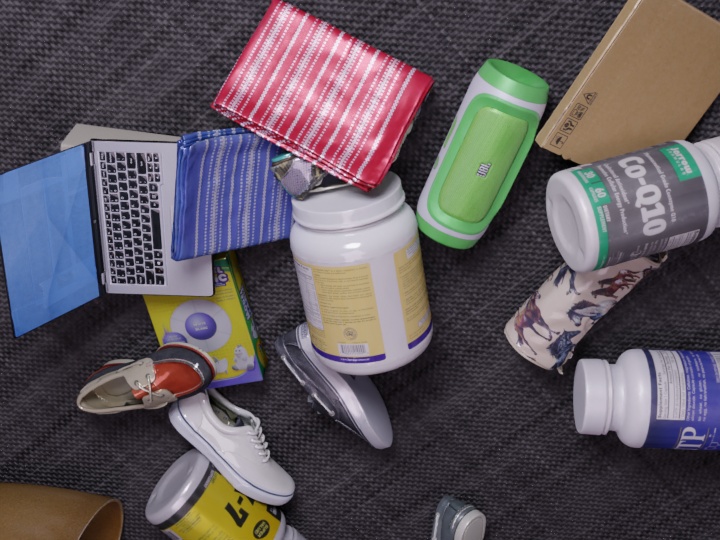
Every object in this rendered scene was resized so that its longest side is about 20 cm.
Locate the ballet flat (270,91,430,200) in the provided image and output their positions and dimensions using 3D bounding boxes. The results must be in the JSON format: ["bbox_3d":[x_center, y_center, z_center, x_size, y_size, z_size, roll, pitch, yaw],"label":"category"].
[{"bbox_3d":[0.001,-0.136,1.177,0.200,0.072,0.072,-30,113,-7],"label":"ballet flat"}]

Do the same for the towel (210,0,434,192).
[{"bbox_3d":[-0.038,-0.186,1.137,0.200,0.022,0.145,28,79,6],"label":"towel"}]

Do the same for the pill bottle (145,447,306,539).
[{"bbox_3d":[-0.170,0.333,1.413,0.200,0.114,0.114,42,111,-17],"label":"pill bottle"}]

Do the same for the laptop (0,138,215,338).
[{"bbox_3d":[-0.265,-0.032,1.154,0.199,0.116,0.188,2,118,1],"label":"laptop"}]

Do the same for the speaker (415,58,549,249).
[{"bbox_3d":[0.131,-0.126,1.190,0.088,0.088,0.200,20,115,-8],"label":"speaker"}]

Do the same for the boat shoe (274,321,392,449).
[{"bbox_3d":[-0.033,0.150,1.341,0.068,0.072,0.200,-26,118,23],"label":"boat shoe"}]

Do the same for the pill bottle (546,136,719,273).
[{"bbox_3d":[0.310,-0.075,1.159,0.200,0.113,0.113,-16,116,-10],"label":"pill bottle"}]

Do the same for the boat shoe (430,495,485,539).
[{"bbox_3d":[0.121,0.388,1.471,0.062,0.073,0.200,33,131,34],"label":"boat shoe"}]

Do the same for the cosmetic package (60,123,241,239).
[{"bbox_3d":[-0.231,-0.096,1.226,0.199,0.073,0.104,6,117,-2],"label":"cosmetic package"}]

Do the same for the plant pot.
[{"bbox_3d":[-0.442,0.354,1.413,0.200,0.186,0.187,18,117,8],"label":"plant pot"}]

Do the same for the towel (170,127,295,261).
[{"bbox_3d":[-0.116,-0.089,1.184,0.200,0.024,0.145,-13,124,-37],"label":"towel"}]

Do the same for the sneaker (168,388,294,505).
[{"bbox_3d":[-0.151,0.222,1.380,0.200,0.073,0.071,42,114,-17],"label":"sneaker"}]

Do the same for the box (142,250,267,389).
[{"bbox_3d":[-0.193,0.048,1.310,0.117,0.048,0.200,-10,114,8],"label":"box"}]

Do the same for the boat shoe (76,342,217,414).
[{"bbox_3d":[-0.259,0.136,1.309,0.200,0.063,0.071,-11,111,33],"label":"boat shoe"}]

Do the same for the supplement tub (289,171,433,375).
[{"bbox_3d":[0.000,0.000,1.223,0.145,0.145,0.200,-7,116,6],"label":"supplement tub"}]

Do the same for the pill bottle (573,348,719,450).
[{"bbox_3d":[0.362,0.154,1.299,0.199,0.120,0.120,2,117,2],"label":"pill bottle"}]

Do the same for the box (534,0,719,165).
[{"bbox_3d":[0.304,-0.190,1.158,0.163,0.021,0.200,18,116,-30],"label":"box"}]

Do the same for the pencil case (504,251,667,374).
[{"bbox_3d":[0.263,0.027,1.264,0.089,0.078,0.200,31,114,-23],"label":"pencil case"}]
